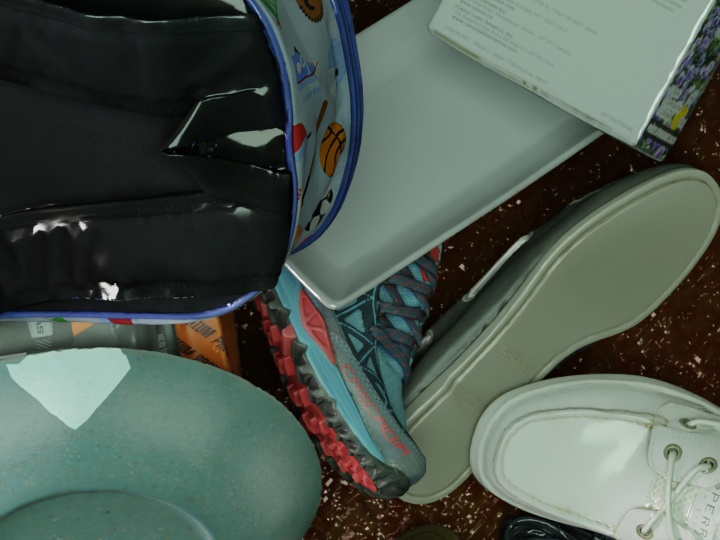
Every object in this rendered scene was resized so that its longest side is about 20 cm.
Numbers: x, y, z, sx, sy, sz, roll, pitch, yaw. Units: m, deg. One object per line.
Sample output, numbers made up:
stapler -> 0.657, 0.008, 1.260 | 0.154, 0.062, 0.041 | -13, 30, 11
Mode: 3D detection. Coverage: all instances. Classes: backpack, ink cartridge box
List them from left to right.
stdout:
backpack -> -0.094, -0.067, 1.036 | 0.190, 0.154, 0.200 | 10, 121, 25
ink cartridge box -> 0.125, -0.159, 1.120 | 0.109, 0.050, 0.200 | 32, 96, 23

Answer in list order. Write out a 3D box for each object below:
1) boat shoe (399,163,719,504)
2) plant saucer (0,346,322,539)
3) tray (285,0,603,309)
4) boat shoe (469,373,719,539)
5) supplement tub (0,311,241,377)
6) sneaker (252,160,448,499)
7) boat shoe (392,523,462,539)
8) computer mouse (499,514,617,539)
boat shoe -> 0.072, 0.018, 1.197 | 0.200, 0.057, 0.067 | -44, 126, -1
plant saucer -> -0.115, 0.111, 1.149 | 0.201, 0.201, 0.039 | -4, 48, -3
tray -> 0.028, -0.061, 1.158 | 0.200, 0.022, 0.107 | -34, 65, -27
boat shoe -> 0.149, 0.094, 1.172 | 0.200, 0.069, 0.071 | 10, 106, -11
supplement tub -> -0.157, 0.025, 1.168 | 0.200, 0.123, 0.123 | -9, 93, 1
sneaker -> 0.000, 0.000, 1.158 | 0.095, 0.079, 0.200 | -19, 65, -5
boat shoe -> 0.052, 0.195, 1.162 | 0.073, 0.200, 0.065 | -33, 132, 12
computer mouse -> 0.105, 0.214, 1.215 | 0.110, 0.044, 0.200 | 8, 88, -4
